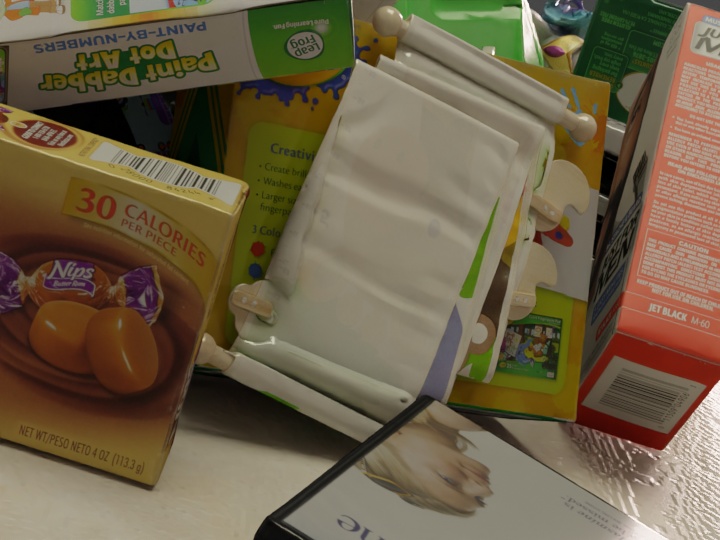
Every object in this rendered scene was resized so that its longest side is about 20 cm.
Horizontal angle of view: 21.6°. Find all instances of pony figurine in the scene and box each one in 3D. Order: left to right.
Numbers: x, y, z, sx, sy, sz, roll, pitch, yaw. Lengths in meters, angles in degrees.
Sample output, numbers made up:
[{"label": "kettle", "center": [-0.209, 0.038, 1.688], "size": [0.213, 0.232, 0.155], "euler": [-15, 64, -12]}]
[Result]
[{"label": "pony figurine", "center": [0.158, -0.132, 1.413], "size": [0.199, 0.167, 0.193], "euler": [13, -17, 23]}]

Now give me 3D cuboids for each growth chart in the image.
[{"label": "growth chart", "center": [0.024, -0.014, 0.838], "size": [0.144, 0.201, 0.018], "euler": [34, -18, -23]}]

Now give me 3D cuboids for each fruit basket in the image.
[{"label": "fruit basket", "center": [0.019, -0.128, 1.266], "size": [0.214, 0.156, 0.216], "euler": [-1, -12, 0]}]

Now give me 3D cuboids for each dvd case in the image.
[{"label": "dvd case", "center": [0.054, 0.109, 0.718], "size": [0.142, 0.018, 0.200], "euler": [31, 17, 11]}]

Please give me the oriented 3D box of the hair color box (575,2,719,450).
[{"label": "hair color box", "center": [0.163, -0.023, 0.978], "size": [0.064, 0.201, 0.111], "euler": [18, -29, 0]}]

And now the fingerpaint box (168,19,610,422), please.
[{"label": "fingerpaint box", "center": [0.010, -0.024, 0.883], "size": [0.199, 0.168, 0.073], "euler": [9, -7, -28]}]

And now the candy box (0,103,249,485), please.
[{"label": "candy box", "center": [-0.155, -0.006, 0.734], "size": [0.199, 0.117, 0.056], "euler": [18, 15, -3]}]

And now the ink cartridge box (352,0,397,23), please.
[{"label": "ink cartridge box", "center": [-0.030, -0.167, 0.948], "size": [0.146, 0.200, 0.048], "euler": [50, 22, 16]}]

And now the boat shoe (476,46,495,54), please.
[{"label": "boat shoe", "center": [0.044, -0.085, 1.064], "size": [0.060, 0.072, 0.202], "euler": [5, 19, 4]}]

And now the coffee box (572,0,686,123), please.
[{"label": "coffee box", "center": [0.185, -0.076, 1.246], "size": [0.122, 0.201, 0.044], "euler": [20, 11, 14]}]

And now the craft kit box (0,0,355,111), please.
[{"label": "craft kit box", "center": [-0.109, -0.156, 0.824], "size": [0.196, 0.049, 0.201], "euler": [-6, 48, -2]}]

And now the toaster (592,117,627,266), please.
[{"label": "toaster", "center": [0.148, -0.030, 1.141], "size": [0.199, 0.114, 0.129], "euler": [28, -2, 24]}]

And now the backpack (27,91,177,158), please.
[{"label": "backpack", "center": [-0.176, -0.078, 0.914], "size": [0.182, 0.135, 0.200], "euler": [-27, 72, -36]}]
